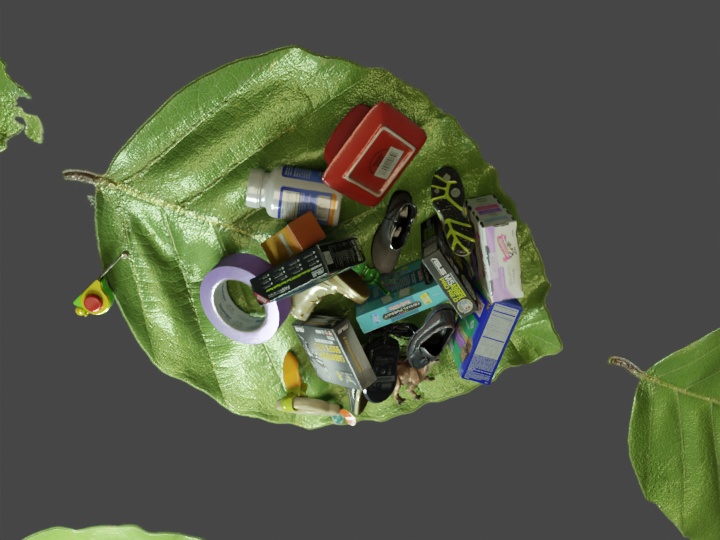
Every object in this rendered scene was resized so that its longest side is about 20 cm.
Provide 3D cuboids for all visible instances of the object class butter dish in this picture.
[{"bbox_3d":[0.003,-0.260,1.452,0.201,0.148,0.199,-52,144,13],"label":"butter dish"}]

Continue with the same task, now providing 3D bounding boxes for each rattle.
[{"bbox_3d":[-0.102,0.297,1.732,0.198,0.144,0.130,9,145,-20],"label":"rattle"}]

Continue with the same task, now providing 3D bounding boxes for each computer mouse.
[{"bbox_3d":[0.049,0.205,1.624,0.137,0.053,0.202,5,104,-29],"label":"computer mouse"}]

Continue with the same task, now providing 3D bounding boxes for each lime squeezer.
[{"bbox_3d":[0.000,0.000,1.588,0.200,0.070,0.038,40,114,23],"label":"lime squeezer"}]

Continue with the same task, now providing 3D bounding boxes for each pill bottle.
[{"bbox_3d":[-0.139,-0.162,1.501,0.198,0.112,0.113,9,112,-3],"label":"pill bottle"}]

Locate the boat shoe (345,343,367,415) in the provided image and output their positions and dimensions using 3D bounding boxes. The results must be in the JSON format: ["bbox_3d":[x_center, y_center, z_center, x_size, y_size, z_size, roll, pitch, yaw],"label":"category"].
[{"bbox_3d":[-0.011,0.257,1.700,0.065,0.072,0.203,17,124,21],"label":"boat shoe"}]

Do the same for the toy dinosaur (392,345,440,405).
[{"bbox_3d":[0.101,0.236,1.682,0.198,0.086,0.137,-16,112,10],"label":"toy dinosaur"}]

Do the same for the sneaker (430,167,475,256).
[{"bbox_3d":[0.195,-0.123,1.520,0.075,0.076,0.202,-10,77,3],"label":"sneaker"}]

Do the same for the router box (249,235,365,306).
[{"bbox_3d":[-0.109,0.001,1.459,0.199,0.149,0.063,-25,87,32],"label":"router box"}]

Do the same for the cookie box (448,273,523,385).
[{"bbox_3d":[0.276,0.124,1.591,0.074,0.171,0.202,15,111,-10],"label":"cookie box"}]

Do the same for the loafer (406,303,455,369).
[{"bbox_3d":[0.154,0.157,1.539,0.071,0.063,0.201,9,132,-17],"label":"loafer"}]

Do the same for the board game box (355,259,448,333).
[{"bbox_3d":[0.087,0.050,1.567,0.198,0.151,0.047,-22,115,8],"label":"board game box"}]

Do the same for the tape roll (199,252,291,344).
[{"bbox_3d":[-0.257,0.064,1.579,0.198,0.066,0.202,10,122,17],"label":"tape roll"}]

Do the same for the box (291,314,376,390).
[{"bbox_3d":[-0.063,0.181,1.596,0.048,0.199,0.160,-32,107,-27],"label":"box"}]

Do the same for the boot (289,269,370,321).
[{"bbox_3d":[-0.085,0.054,1.581,0.199,0.073,0.156,34,112,17],"label":"boot"}]

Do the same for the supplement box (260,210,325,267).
[{"bbox_3d":[-0.146,-0.062,1.485,0.066,0.200,0.069,-34,94,-26],"label":"supplement box"}]

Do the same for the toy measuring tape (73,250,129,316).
[{"bbox_3d":[-0.573,0.041,1.602,0.200,0.074,0.074,-41,107,15],"label":"toy measuring tape"}]

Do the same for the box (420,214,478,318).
[{"bbox_3d":[0.189,-0.013,1.516,0.044,0.200,0.161,-30,109,17],"label":"box"}]

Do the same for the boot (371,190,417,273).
[{"bbox_3d":[0.069,-0.068,1.530,0.069,0.132,0.202,9,112,-6],"label":"boot"}]

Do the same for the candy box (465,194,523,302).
[{"bbox_3d":[0.281,-0.051,1.501,0.071,0.200,0.169,-10,111,0],"label":"candy box"}]
